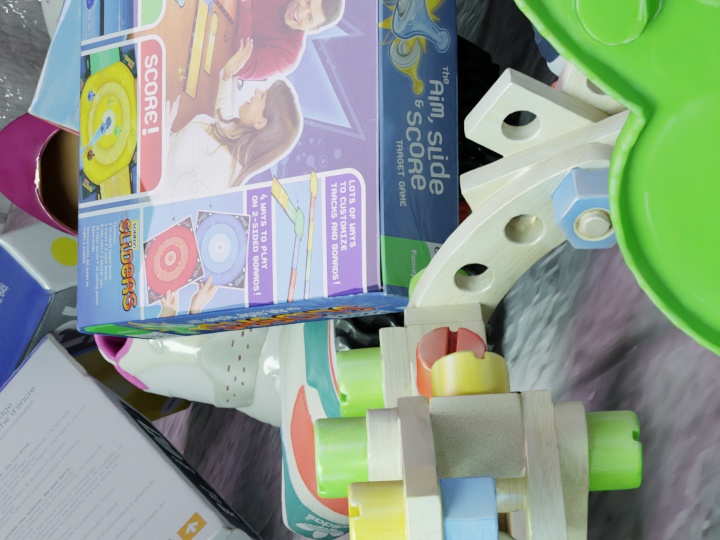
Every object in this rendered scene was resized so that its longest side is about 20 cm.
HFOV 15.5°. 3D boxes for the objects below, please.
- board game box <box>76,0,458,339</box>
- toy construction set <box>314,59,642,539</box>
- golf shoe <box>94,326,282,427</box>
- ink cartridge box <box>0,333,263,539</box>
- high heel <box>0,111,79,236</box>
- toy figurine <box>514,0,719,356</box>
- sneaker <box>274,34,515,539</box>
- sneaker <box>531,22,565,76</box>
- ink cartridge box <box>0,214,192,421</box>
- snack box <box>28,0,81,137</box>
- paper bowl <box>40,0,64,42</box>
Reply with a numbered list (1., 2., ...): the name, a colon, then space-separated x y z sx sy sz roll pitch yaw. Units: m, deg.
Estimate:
1. board game box: -0.031 -0.084 0.807 0.135 0.034 0.201 -7 80 43
2. toy construction set: 0.031 0.034 0.641 0.200 0.092 0.132 -73 -15 -46
3. golf shoe: -0.068 0.018 1.115 0.200 0.091 0.076 -164 82 -79
4. ink cartridge box: -0.146 0.143 1.088 0.198 0.043 0.200 -48 35 -2
5. high heel: -0.106 -0.033 1.065 0.199 0.096 0.068 4 106 43
6. toy figurine: 0.111 -0.108 0.497 0.184 0.149 0.201 -64 -21 -43
7. sneaker: 0.000 0.000 0.880 0.093 0.070 0.200 -53 24 42
8. sneaker: 0.040 -0.143 0.817 0.201 0.108 0.070 -83 18 -44
9. ink cartridge box: -0.140 0.034 1.236 0.047 0.199 0.198 56 144 16
10. snack box: -0.025 -0.125 0.973 0.200 0.067 0.169 -12 -57 -67
11. paper bowl: -0.045 -0.159 1.132 0.201 0.104 0.201 -53 -25 -39
